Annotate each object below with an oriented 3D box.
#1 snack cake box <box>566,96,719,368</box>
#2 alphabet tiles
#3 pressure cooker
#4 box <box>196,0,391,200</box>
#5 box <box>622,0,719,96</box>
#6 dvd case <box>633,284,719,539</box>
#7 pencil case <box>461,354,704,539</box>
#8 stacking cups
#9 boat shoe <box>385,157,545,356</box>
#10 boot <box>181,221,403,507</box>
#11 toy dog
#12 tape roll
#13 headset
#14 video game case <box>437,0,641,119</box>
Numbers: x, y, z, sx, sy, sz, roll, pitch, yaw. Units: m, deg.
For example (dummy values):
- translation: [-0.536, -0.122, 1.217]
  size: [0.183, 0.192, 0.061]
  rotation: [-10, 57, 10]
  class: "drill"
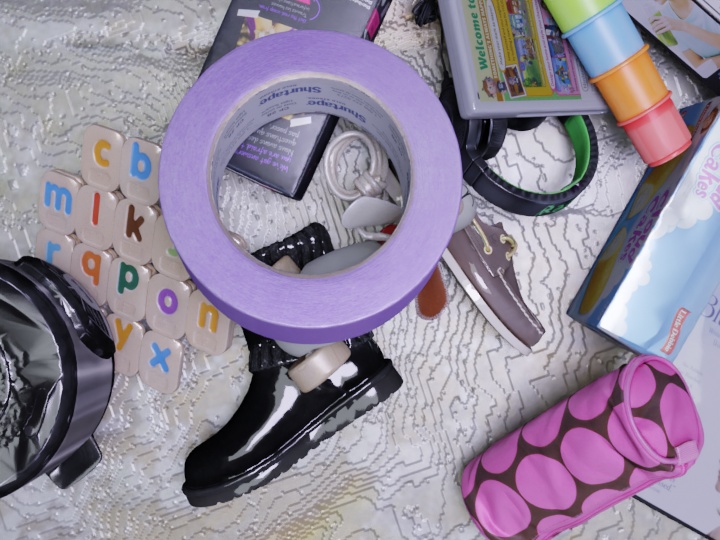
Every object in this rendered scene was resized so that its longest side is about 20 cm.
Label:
- translation: [0.249, -0.031, 0.810]
  size: [0.067, 0.115, 0.202]
  rotation: [29, 92, -1]
  class: "snack cake box"
- translation: [-0.179, -0.008, 0.819]
  size: [0.198, 0.015, 0.198]
  rotation: [19, 112, 23]
  class: "alphabet tiles"
- translation: [-0.280, 0.075, 0.778]
  size: [0.176, 0.200, 0.179]
  rotation: [6, 87, -1]
  class: "pressure cooker"
- translation: [-0.053, -0.167, 0.806]
  size: [0.105, 0.122, 0.202]
  rotation: [25, 92, -1]
  class: "box"
- translation: [0.268, -0.230, 0.804]
  size: [0.199, 0.060, 0.117]
  rotation: [39, 64, -5]
  class: "box"
- translation: [0.301, 0.116, 0.863]
  size: [0.141, 0.018, 0.202]
  rotation: [28, 92, 0]
  class: "dvd case"
- translation: [0.169, 0.148, 0.786]
  size: [0.090, 0.200, 0.095]
  rotation: [3, 56, -35]
  class: "pencil case"
- translation: [0.179, -0.170, 0.769]
  size: [0.060, 0.061, 0.202]
  rotation: [-30, 99, 1]
  class: "stacking cups"
- translation: [0.090, -0.023, 0.836]
  size: [0.059, 0.072, 0.201]
  rotation: [-38, 85, 5]
  class: "boat shoe"
- translation: [-0.084, 0.075, 0.834]
  size: [0.210, 0.079, 0.159]
  rotation: [-33, 98, -8]
  class: "boot"
- translation: [0.000, 0.000, 0.754]
  size: [0.131, 0.096, 0.201]
  rotation: [32, 90, -9]
  class: "toy dog"
- translation: [-0.033, -0.055, 0.692]
  size: [0.197, 0.066, 0.203]
  rotation: [1, 76, -3]
  class: "tape roll"
- translation: [0.109, -0.139, 0.802]
  size: [0.123, 0.094, 0.201]
  rotation: [-33, 78, -29]
  class: "headset"
- translation: [0.137, -0.218, 0.797]
  size: [0.180, 0.022, 0.203]
  rotation: [-6, 82, -28]
  class: "video game case"
